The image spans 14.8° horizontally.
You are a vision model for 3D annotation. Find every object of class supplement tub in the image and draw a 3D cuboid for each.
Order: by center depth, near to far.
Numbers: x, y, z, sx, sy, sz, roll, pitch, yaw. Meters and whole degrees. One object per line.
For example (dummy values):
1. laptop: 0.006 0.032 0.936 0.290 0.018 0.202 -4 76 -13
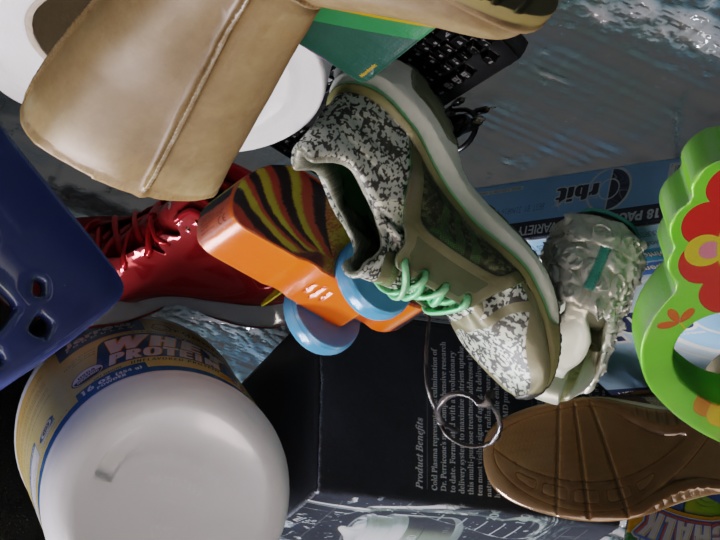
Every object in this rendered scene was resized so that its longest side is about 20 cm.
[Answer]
1. supplement tub: -0.129 0.109 1.634 0.144 0.145 0.200 22 -173 -18

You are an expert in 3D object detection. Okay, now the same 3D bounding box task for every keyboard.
1. keyboard: 0.014 -0.084 1.446 0.104 0.040 0.200 26 152 -22

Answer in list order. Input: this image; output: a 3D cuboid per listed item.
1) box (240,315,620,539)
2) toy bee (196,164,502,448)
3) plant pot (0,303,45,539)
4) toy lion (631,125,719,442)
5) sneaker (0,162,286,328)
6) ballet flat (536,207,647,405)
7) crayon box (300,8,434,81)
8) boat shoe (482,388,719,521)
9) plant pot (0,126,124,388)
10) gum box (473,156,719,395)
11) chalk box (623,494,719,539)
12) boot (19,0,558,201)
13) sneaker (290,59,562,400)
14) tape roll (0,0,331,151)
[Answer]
1. box: 0.031 0.118 1.699 0.195 0.125 0.200 9 156 -18
2. toy bee: 0.000 0.000 1.546 0.130 0.109 0.200 -12 129 31
3. plant pot: -0.291 0.088 1.767 0.198 0.201 0.178 -5 138 33
4. toy lion: 0.219 -0.001 1.423 0.200 0.069 0.191 -38 126 23
5. sneaker: -0.124 -0.027 1.604 0.198 0.079 0.116 -1 144 1
6. ballet flat: 0.107 0.034 1.506 0.071 0.072 0.200 12 154 1
7. crayon box: 0.021 -0.177 1.182 0.118 0.059 0.200 29 133 -29
8. boat shoe: 0.172 0.101 1.592 0.199 0.073 0.072 -9 -179 10
9. plant pot: -0.284 0.014 1.543 0.200 0.180 0.200 51 142 -9
10. gum box: 0.178 0.010 1.548 0.169 0.045 0.200 -8 146 36
11. chalk box: 0.222 0.172 1.667 0.123 0.201 0.125 8 154 10
12. boot: -0.033 -0.098 1.188 0.174 0.066 0.200 27 135 -9
13. sneaker: 0.026 -0.008 1.413 0.077 0.089 0.201 -19 108 54
14. tape roll: -0.106 -0.138 1.362 0.201 0.071 0.203 11 153 6
